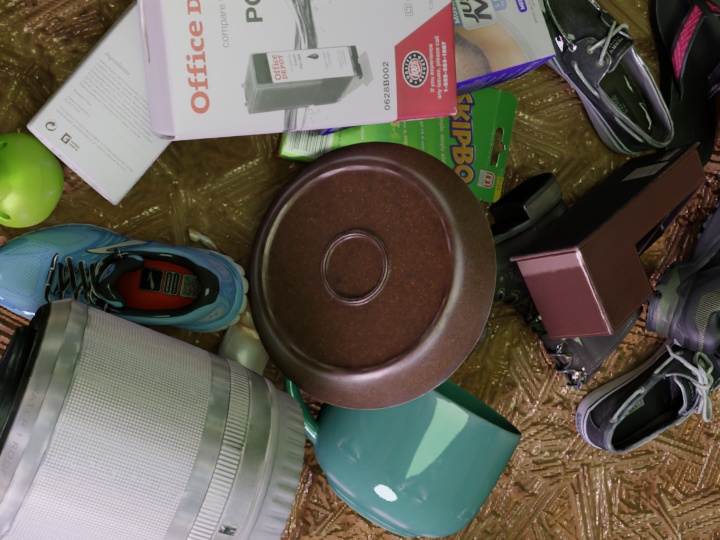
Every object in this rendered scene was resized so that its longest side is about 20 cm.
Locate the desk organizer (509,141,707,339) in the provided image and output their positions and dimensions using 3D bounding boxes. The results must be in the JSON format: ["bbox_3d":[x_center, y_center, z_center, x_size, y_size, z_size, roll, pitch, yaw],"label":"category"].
[{"bbox_3d":[0.221,-0.027,0.806,0.199,0.071,0.078,-35,105,-35],"label":"desk organizer"}]

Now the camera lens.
[{"bbox_3d":[-0.156,0.122,0.653,0.198,0.160,0.162,23,90,-21],"label":"camera lens"}]

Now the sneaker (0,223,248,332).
[{"bbox_3d":[-0.184,0.001,0.703,0.196,0.090,0.080,2,85,3],"label":"sneaker"}]

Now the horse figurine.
[{"bbox_3d":[-0.113,0.064,0.772,0.131,0.050,0.202,28,86,-12],"label":"horse figurine"}]

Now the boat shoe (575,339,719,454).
[{"bbox_3d":[0.294,0.104,0.886,0.197,0.068,0.075,-25,103,-12],"label":"boat shoe"}]

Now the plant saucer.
[{"bbox_3d":[0.000,0.000,0.707,0.197,0.034,0.204,-3,82,19],"label":"plant saucer"}]

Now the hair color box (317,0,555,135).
[{"bbox_3d":[0.046,-0.190,0.761,0.197,0.065,0.111,-20,91,-18],"label":"hair color box"}]

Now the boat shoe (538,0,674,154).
[{"bbox_3d":[0.207,-0.186,0.821,0.072,0.071,0.200,-48,110,-13],"label":"boat shoe"}]

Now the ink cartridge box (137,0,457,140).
[{"bbox_3d":[-0.042,-0.168,0.638,0.197,0.083,0.149,-9,102,-19],"label":"ink cartridge box"}]

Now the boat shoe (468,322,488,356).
[{"bbox_3d":[0.018,-0.006,0.759,0.202,0.072,0.061,48,111,10],"label":"boat shoe"}]

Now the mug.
[{"bbox_3d":[0.024,0.133,0.776,0.184,0.152,0.116,31,92,22],"label":"mug"}]

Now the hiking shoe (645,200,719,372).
[{"bbox_3d":[0.347,-0.003,0.862,0.100,0.076,0.201,36,83,26],"label":"hiking shoe"}]

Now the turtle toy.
[{"bbox_3d":[-0.310,-0.061,0.670,0.197,0.101,0.148,-1,98,-17],"label":"turtle toy"}]

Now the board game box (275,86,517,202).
[{"bbox_3d":[0.033,-0.122,0.803,0.197,0.030,0.097,11,91,-15],"label":"board game box"}]

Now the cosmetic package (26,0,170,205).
[{"bbox_3d":[-0.148,-0.153,0.705,0.085,0.108,0.200,42,85,-17],"label":"cosmetic package"}]

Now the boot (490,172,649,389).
[{"bbox_3d":[0.150,0.033,0.835,0.199,0.069,0.175,-38,105,-11],"label":"boot"}]

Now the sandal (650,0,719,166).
[{"bbox_3d":[0.305,-0.190,0.866,0.074,0.045,0.204,-6,98,-16],"label":"sandal"}]
